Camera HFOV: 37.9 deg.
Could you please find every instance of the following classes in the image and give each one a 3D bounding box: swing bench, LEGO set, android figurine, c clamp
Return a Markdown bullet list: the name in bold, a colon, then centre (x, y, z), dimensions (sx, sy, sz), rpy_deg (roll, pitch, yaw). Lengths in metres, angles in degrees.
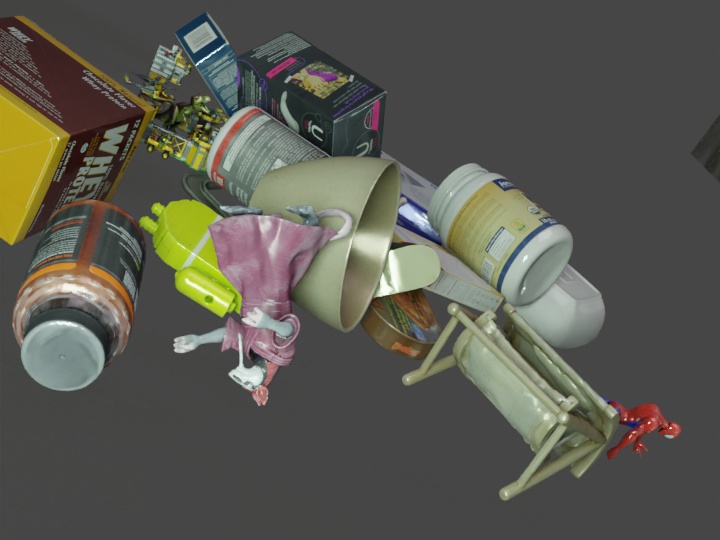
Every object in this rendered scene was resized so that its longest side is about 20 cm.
- **swing bench**: centre (0.193, 0.147, 1.266), dimensions (0.199, 0.131, 0.199), rpy_deg (1, 38, -52)
- **LEGO set**: centre (-0.241, -0.233, 1.440), dimensions (0.152, 0.117, 0.200), rpy_deg (26, 18, -8)
- **android figurine**: centre (-0.166, -0.014, 1.227), dimensions (0.199, 0.041, 0.183), rpy_deg (33, 24, -9)
- **c clamp**: centre (-0.152, -0.088, 1.408), dimensions (0.170, 0.027, 0.200), rpy_deg (3, 37, -50)

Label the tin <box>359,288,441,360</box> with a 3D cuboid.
- **tin**: centre (0.039, 0.044, 1.387), dimensions (0.111, 0.042, 0.201), rpy_deg (25, 24, -28)

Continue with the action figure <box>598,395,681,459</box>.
- **action figure**: centre (0.327, 0.210, 1.416), dimensions (0.197, 0.100, 0.065), rpy_deg (13, 24, 11)

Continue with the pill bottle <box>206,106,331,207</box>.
- **pill bottle**: centre (-0.092, -0.115, 1.362), dimensions (0.199, 0.117, 0.116), rpy_deg (35, 23, 13)

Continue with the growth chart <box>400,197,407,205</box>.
- **growth chart**: centre (-0.022, -0.162, 1.649), dimensions (0.200, 0.018, 0.144), rpy_deg (45, 31, 12)

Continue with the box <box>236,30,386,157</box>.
- **box**: centre (-0.070, -0.223, 1.452), dimensions (0.106, 0.123, 0.199), rpy_deg (-32, 56, -32)

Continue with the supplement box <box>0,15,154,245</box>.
- **supplement box**: centre (-0.370, -0.159, 1.133), dimensions (0.196, 0.134, 0.200), rpy_deg (35, 24, 5)

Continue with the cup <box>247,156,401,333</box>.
- **cup**: centre (-0.051, -0.047, 1.206), dimensions (0.141, 0.203, 0.200), rpy_deg (18, 20, 13)

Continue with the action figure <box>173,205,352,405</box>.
- **action figure**: centre (-0.097, 0.036, 1.068), dimensions (0.133, 0.203, 0.148), rpy_deg (3, 5, 43)

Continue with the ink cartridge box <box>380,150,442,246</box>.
- **ink cartridge box**: centre (0.071, -0.124, 1.748), dimensions (0.198, 0.041, 0.200), rpy_deg (33, 23, -1)

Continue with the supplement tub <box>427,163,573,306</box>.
- **supplement tub**: centre (0.210, -0.058, 1.605), dimensions (0.200, 0.145, 0.143), rpy_deg (44, 25, 29)

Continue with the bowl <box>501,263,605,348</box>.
- **bowl**: centre (0.308, 0.032, 1.712), dimensions (0.200, 0.075, 0.199), rpy_deg (45, 24, 24)

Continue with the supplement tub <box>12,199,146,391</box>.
- **supplement tub**: centre (-0.257, 0.023, 0.959), dimensions (0.106, 0.108, 0.201), rpy_deg (25, 24, -17)

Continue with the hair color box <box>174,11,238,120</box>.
- **hair color box**: centre (-0.190, -0.272, 1.552), dimensions (0.100, 0.060, 0.201), rpy_deg (56, -2, 42)

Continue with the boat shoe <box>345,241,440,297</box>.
- **boat shoe**: centre (0.000, 0.003, 1.318), dimensions (0.198, 0.075, 0.063), rpy_deg (-5, 0, -3)

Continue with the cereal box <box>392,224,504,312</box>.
- **cereal box**: centre (0.104, -0.007, 1.505), dimensions (0.199, 0.040, 0.144), rpy_deg (21, 17, -50)
